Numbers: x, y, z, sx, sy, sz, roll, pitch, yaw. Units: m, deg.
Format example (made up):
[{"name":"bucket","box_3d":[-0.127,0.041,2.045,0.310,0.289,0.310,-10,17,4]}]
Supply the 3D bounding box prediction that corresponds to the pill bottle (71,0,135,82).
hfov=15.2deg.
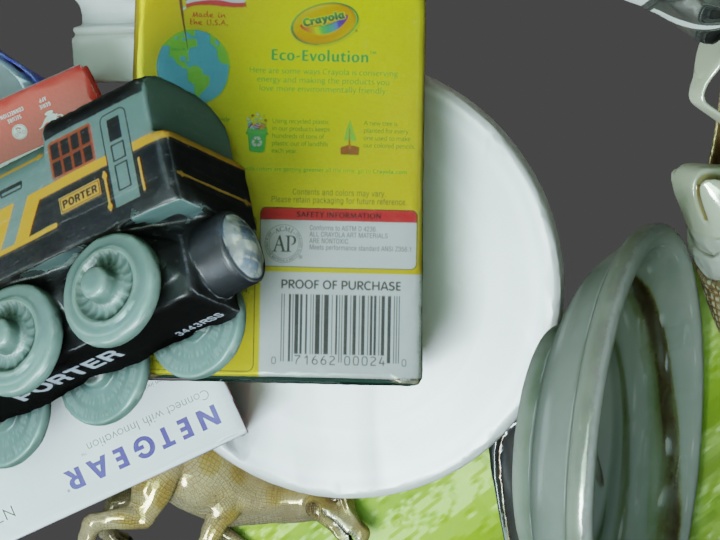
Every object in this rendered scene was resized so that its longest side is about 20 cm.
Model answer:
[{"name":"pill bottle","box_3d":[-0.095,-0.189,1.244,0.112,0.112,0.201,-1,96,14]}]

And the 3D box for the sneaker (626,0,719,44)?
[{"name":"sneaker","box_3d":[0.130,-0.144,1.175,0.098,0.200,0.071,27,93,-25]}]

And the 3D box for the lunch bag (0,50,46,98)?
[{"name":"lunch bag","box_3d":[-0.216,-0.016,1.283,0.170,0.124,0.200,34,90,9]}]

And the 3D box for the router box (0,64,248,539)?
[{"name":"router box","box_3d":[-0.174,0.031,1.191,0.199,0.049,0.180,-25,88,-5]}]

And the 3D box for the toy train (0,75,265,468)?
[{"name":"toy train","box_3d":[-0.127,0.004,1.101,0.200,0.085,0.114,-25,63,27]}]

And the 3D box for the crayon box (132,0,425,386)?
[{"name":"crayon box","box_3d":[-0.035,-0.052,1.156,0.126,0.051,0.201,2,87,-4]}]

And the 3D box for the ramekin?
[{"name":"ramekin","box_3d":[0.000,0.000,1.250,0.202,0.094,0.203,1,96,13]}]

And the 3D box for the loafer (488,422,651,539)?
[{"name":"loafer","box_3d":[0.110,0.154,1.249,0.073,0.072,0.201,-24,89,15]}]

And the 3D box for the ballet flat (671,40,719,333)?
[{"name":"ballet flat","box_3d":[0.172,-0.058,1.213,0.065,0.070,0.201,8,91,-27]}]

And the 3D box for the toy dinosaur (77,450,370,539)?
[{"name":"toy dinosaur","box_3d":[-0.096,0.097,1.294,0.200,0.058,0.101,27,103,-17]}]

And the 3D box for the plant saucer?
[{"name":"plant saucer","box_3d":[0.104,0.078,1.173,0.050,0.200,0.201,4,96,20]}]
